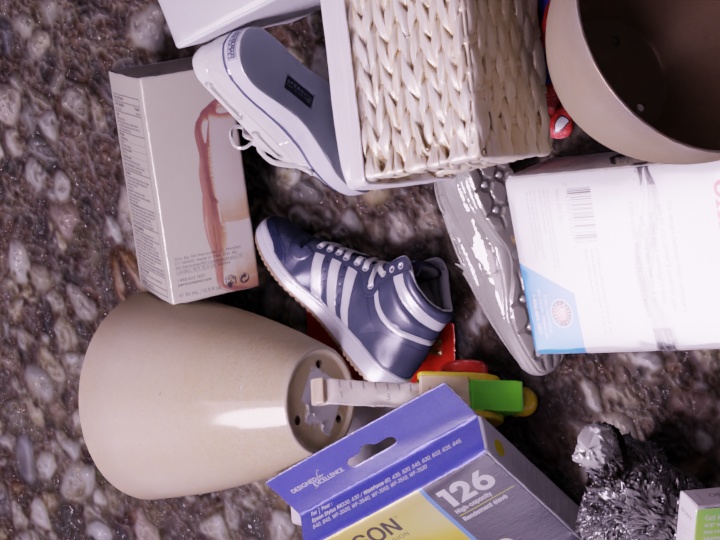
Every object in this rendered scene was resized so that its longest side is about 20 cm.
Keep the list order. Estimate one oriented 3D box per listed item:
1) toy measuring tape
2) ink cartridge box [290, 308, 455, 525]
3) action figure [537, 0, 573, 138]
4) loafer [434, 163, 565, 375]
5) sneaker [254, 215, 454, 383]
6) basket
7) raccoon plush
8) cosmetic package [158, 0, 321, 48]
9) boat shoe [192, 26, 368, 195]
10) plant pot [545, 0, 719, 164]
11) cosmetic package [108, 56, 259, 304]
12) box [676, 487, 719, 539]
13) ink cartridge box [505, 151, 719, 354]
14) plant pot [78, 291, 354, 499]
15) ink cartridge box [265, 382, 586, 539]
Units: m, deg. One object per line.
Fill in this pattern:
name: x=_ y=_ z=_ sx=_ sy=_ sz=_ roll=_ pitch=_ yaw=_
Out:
toy measuring tape: x=0.051 y=0.109 z=1.570 sx=0.199 sy=0.074 sz=0.074 roll=2 pitch=113 yaw=-14
ink cartridge box: x=0.009 y=0.140 z=1.665 sx=0.162 sy=0.057 sz=0.201 roll=7 pitch=113 yaw=32
action figure: x=0.155 y=-0.201 z=1.451 sx=0.052 sy=0.065 sz=0.201 roll=15 pitch=112 yaw=40
loafer: x=0.115 y=-0.009 z=1.541 sx=0.070 sy=0.070 sz=0.201 roll=0 pitch=112 yaw=58
sneaker: x=0.000 y=0.000 z=1.615 sx=0.200 sy=0.070 sz=0.109 roll=49 pitch=115 yaw=21
basket: x=0.059 y=-0.167 z=1.407 sx=0.123 sy=0.135 sz=0.201 roll=-4 pitch=92 yaw=33
raccoon plush: x=0.238 y=0.194 z=1.457 sx=0.134 sy=0.200 sz=0.097 roll=27 pitch=91 yaw=25
cosmetic package: x=-0.080 y=-0.309 z=1.508 sx=0.166 sy=0.167 sz=0.201 roll=-21 pitch=92 yaw=36
boat shoe: x=-0.070 y=-0.124 z=1.567 sx=0.086 sy=0.202 sz=0.075 roll=-8 pitch=57 yaw=37
plant pot: x=0.214 y=-0.161 z=1.368 sx=0.201 sy=0.200 sz=0.134 roll=61 pitch=154 yaw=2
cosmetic package: x=-0.155 y=-0.082 z=1.659 sx=0.103 sy=0.087 sz=0.201 roll=-154 pitch=54 yaw=-65
box: x=0.310 y=0.260 z=1.456 sx=0.036 sy=0.143 sz=0.201 roll=-128 pitch=38 yaw=-65
ink cartridge box: x=0.227 y=-0.018 z=1.448 sx=0.199 sy=0.084 sz=0.146 roll=-3 pitch=103 yaw=34
plant pot: x=-0.109 y=0.110 z=1.636 sx=0.199 sy=0.187 sz=0.189 roll=-2 pitch=104 yaw=39
ink cartridge box: x=0.056 y=0.206 z=1.575 sx=0.197 sy=0.047 sz=0.200 roll=-31 pitch=124 yaw=26
